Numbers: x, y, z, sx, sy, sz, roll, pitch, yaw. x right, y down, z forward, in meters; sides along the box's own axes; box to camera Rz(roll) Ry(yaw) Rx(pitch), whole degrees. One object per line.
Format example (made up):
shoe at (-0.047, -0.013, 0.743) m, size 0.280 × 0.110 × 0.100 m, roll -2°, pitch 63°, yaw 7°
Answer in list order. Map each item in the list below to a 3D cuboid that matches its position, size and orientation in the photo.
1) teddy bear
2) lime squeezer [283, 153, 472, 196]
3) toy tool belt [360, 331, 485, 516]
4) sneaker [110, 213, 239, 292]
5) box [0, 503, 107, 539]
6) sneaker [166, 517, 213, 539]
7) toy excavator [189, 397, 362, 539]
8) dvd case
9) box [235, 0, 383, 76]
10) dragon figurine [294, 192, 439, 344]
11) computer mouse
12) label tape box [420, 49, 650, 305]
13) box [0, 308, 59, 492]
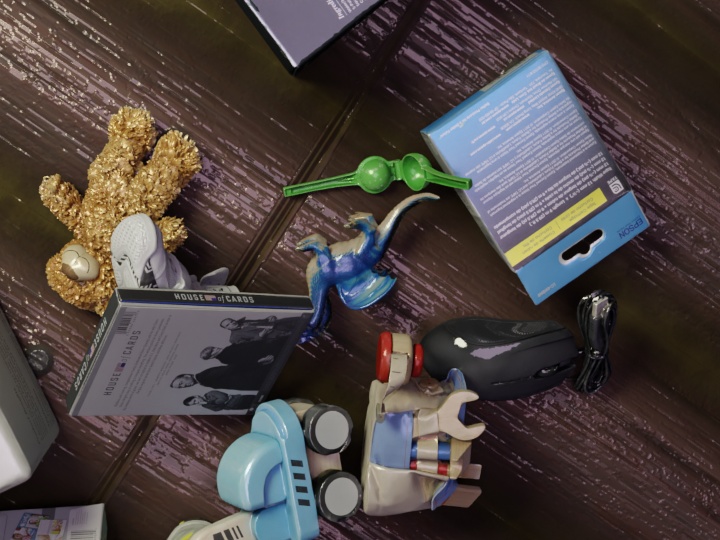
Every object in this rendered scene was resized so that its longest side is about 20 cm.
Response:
teddy bear at (-0.232, -0.056, 1.198) m, size 0.200 × 0.067 × 0.145 m, roll -44°, pitch 96°, yaw 0°
lime squeezer at (0.025, -0.086, 1.222) m, size 0.197 × 0.071 × 0.038 m, roll 0°, pitch 127°, yaw 26°
toy tool belt at (0.068, 0.147, 1.201) m, size 0.121 × 0.126 × 0.202 m, roll 4°, pitch 123°, yaw -5°
sneaker at (-0.165, 0.015, 1.172) m, size 0.114 × 0.075 × 0.202 m, roll -20°, pitch 139°, yaw -22°
box at (-0.343, 0.295, 1.184) m, size 0.196 × 0.157 × 0.042 m, roll -2°, pitch 126°, yaw -6°
sneaker at (-0.198, 0.343, 1.241) m, size 0.075 × 0.076 × 0.202 m, roll 23°, pitch 94°, yaw -9°
toy excavator at (-0.104, 0.230, 1.192) m, size 0.197 × 0.100 × 0.198 m, roll -11°, pitch 96°, yaw -26°
dvd case at (-0.156, 0.079, 1.161) m, size 0.198 × 0.025 × 0.151 m, roll 4°, pitch 133°, yaw -34°
box at (-0.016, -0.283, 1.152) m, size 0.199 × 0.148 × 0.108 m, roll -39°, pitch 98°, yaw -1°
dragon figurine at (0.000, 0.000, 1.229) m, size 0.198 × 0.059 × 0.100 m, roll -26°, pitch 100°, yaw 2°
computer mouse at (0.156, 0.087, 1.235) m, size 0.196 × 0.053 × 0.140 m, roll -3°, pitch 133°, yaw 0°
label tape box at (0.171, -0.092, 1.235) m, size 0.142 × 0.066 × 0.201 m, roll -34°, pitch 101°, yaw -1°
box at (-0.413, 0.122, 1.148) m, size 0.198 × 0.171 × 0.201 m, roll -25°, pitch 98°, yaw -2°
